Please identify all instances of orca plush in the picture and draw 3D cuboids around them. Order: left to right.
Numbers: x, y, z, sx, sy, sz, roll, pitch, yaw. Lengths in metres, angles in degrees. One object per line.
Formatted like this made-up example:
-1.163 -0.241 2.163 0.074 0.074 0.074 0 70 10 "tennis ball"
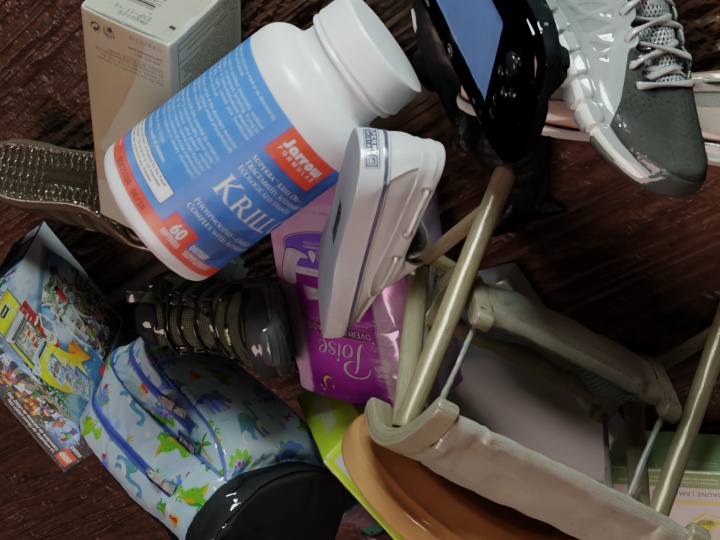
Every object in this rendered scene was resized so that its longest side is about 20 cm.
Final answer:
0.071 -0.096 1.175 0.104 0.071 0.201 15 137 27 "orca plush"

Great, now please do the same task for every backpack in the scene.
-0.124 0.135 1.399 0.199 0.162 0.155 24 105 36 "backpack"

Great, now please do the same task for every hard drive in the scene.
0.118 0.089 1.360 0.131 0.027 0.201 -15 118 46 "hard drive"

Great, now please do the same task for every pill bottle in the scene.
-0.062 -0.092 1.193 0.199 0.112 0.112 -36 106 15 "pill bottle"

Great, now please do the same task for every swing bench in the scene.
0.121 0.077 1.166 0.198 0.201 0.130 28 145 -15 "swing bench"

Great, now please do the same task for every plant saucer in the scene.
0.080 0.150 1.210 0.199 0.200 0.038 33 107 6 "plant saucer"

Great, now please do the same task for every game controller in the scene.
0.066 -0.160 1.050 0.105 0.042 0.201 112 146 -46 "game controller"

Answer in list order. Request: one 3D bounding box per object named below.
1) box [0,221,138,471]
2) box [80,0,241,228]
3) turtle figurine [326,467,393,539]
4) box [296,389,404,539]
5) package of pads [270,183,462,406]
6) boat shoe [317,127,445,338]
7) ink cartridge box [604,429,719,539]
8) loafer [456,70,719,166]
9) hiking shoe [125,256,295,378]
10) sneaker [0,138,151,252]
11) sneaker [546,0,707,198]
-0.255 0.059 1.497 0.038 0.200 0.137 -31 108 16 "box"
-0.139 -0.122 1.299 0.077 0.095 0.201 24 139 18 "box"
0.036 0.250 1.536 0.201 0.100 0.150 59 178 -22 "turtle figurine"
0.012 0.145 1.391 0.122 0.048 0.200 48 -179 -13 "box"
0.000 0.000 1.302 0.120 0.076 0.202 12 124 36 "package of pads"
0.012 -0.017 1.180 0.065 0.074 0.201 3 150 -10 "boat shoe"
0.267 0.205 1.323 0.144 0.048 0.201 1 127 23 "ink cartridge box"
0.159 -0.110 1.090 0.198 0.072 0.064 12 111 12 "loafer"
-0.113 0.043 1.344 0.200 0.100 0.077 -148 44 -67 "hiking shoe"
-0.201 -0.062 1.444 0.198 0.071 0.076 19 178 5 "sneaker"
0.158 -0.148 1.002 0.116 0.075 0.201 -46 61 42 "sneaker"
